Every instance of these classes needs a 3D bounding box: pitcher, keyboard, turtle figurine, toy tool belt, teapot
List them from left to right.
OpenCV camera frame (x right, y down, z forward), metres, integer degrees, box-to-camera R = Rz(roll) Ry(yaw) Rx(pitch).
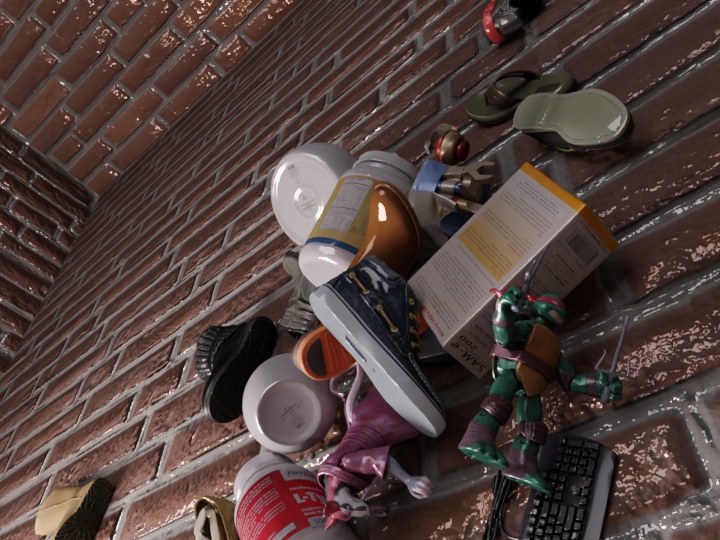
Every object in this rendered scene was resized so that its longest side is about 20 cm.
[{"bbox_3d":[-0.074,0.150,0.899,0.171,0.121,0.200,-44,3,-3],"label":"pitcher"},{"bbox_3d":[-0.053,-0.135,1.191,0.199,0.199,0.146,27,32,25],"label":"teapot"},{"bbox_3d":[0.136,-0.097,0.936,0.122,0.125,0.201,18,71,26],"label":"toy tool belt"},{"bbox_3d":[0.150,0.239,0.600,0.126,0.021,0.201,-11,47,49],"label":"keyboard"},{"bbox_3d":[0.163,0.087,0.618,0.202,0.149,0.101,-66,11,-15],"label":"turtle figurine"}]

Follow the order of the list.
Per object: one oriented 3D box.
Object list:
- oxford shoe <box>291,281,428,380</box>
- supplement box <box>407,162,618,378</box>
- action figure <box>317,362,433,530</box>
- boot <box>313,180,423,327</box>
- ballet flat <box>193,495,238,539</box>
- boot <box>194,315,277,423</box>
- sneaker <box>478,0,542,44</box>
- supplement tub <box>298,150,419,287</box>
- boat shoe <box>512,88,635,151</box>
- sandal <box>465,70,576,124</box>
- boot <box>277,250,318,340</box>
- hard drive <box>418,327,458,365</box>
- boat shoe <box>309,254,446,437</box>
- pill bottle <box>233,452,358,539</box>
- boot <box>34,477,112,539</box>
[{"bbox_3d":[0.006,0.061,0.804,0.198,0.072,0.073,-22,9,-22],"label":"oxford shoe"},{"bbox_3d":[0.154,-0.003,0.728,0.200,0.073,0.126,-45,32,10],"label":"supplement box"},{"bbox_3d":[0.005,0.186,0.726,0.134,0.149,0.200,-49,-5,39],"label":"action figure"},{"bbox_3d":[0.000,0.000,0.861,0.155,0.202,0.076,-31,48,-31],"label":"boot"},{"bbox_3d":[-0.188,0.372,0.878,0.069,0.063,0.200,-48,29,5],"label":"ballet flat"},{"bbox_3d":[-0.240,0.174,1.160,0.157,0.080,0.212,-15,34,37],"label":"boot"},{"bbox_3d":[0.285,-0.496,1.205,0.097,0.071,0.202,-7,52,51],"label":"sneaker"},{"bbox_3d":[0.010,-0.063,1.017,0.144,0.144,0.201,-6,51,52],"label":"supplement tub"},{"bbox_3d":[0.279,-0.187,0.866,0.072,0.060,0.201,-61,28,4],"label":"boat shoe"},{"bbox_3d":[0.237,-0.277,1.033,0.200,0.057,0.080,1,56,55],"label":"sandal"},{"bbox_3d":[-0.107,0.043,1.148,0.132,0.067,0.199,-61,28,-7],"label":"boot"},{"bbox_3d":[0.141,0.044,0.814,0.199,0.042,0.136,-23,39,39],"label":"hard drive"},{"bbox_3d":[0.040,0.072,0.714,0.091,0.201,0.071,-36,-16,-20],"label":"boat shoe"},{"bbox_3d":[-0.078,0.292,0.763,0.113,0.112,0.200,-52,29,-3],"label":"pill bottle"},{"bbox_3d":[-0.567,0.484,1.290,0.199,0.066,0.176,-25,26,37],"label":"boot"}]
